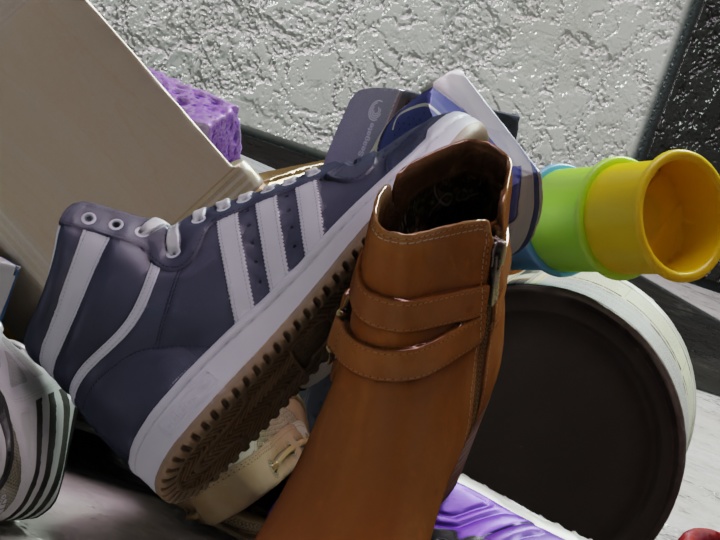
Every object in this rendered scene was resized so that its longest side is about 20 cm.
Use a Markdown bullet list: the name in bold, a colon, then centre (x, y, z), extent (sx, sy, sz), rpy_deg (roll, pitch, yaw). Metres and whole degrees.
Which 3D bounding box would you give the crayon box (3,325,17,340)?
- **crayon box**: centre (-0.225, 0.003, 1.536), extent (0.200, 0.051, 0.127), rpy_deg (25, 8, 37)

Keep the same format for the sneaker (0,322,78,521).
- **sneaker**: centre (-0.183, 0.021, 1.213), extent (0.201, 0.076, 0.115), rpy_deg (61, 10, 21)

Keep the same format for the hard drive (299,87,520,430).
- **hard drive**: centre (0.013, 0.004, 1.566), extent (0.042, 0.200, 0.135), rpy_deg (20, 7, 33)

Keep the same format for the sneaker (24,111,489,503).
- **sneaker**: centre (-0.046, -0.012, 1.203), extent (0.108, 0.200, 0.070), rpy_deg (38, -16, 23)

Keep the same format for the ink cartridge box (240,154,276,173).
- **ink cartridge box**: centre (-0.086, -0.020, 1.695), extent (0.146, 0.086, 0.200), rpy_deg (23, 5, 28)

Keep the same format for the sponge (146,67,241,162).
- **sponge**: centre (-0.104, -0.017, 1.516), extent (0.111, 0.200, 0.030), rpy_deg (24, 45, 31)

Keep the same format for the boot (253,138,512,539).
- **boot**: centre (0.011, 0.053, 1.131), extent (0.077, 0.155, 0.200), rpy_deg (22, 37, 16)

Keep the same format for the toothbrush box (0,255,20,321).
- **toothbrush box**: centre (-0.268, -0.007, 1.329), extent (0.146, 0.085, 0.200), rpy_deg (15, 7, -38)

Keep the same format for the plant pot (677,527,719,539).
- **plant pot**: centre (0.236, 0.124, 1.178), extent (0.200, 0.183, 0.200), rpy_deg (40, 14, -12)

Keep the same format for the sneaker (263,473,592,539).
- **sneaker**: centre (0.059, 0.134, 1.216), extent (0.200, 0.070, 0.100), rpy_deg (19, 9, -9)

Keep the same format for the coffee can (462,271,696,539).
- **coffee can**: centre (0.091, 0.073, 1.475), extent (0.146, 0.147, 0.200), rpy_deg (21, 6, 7)

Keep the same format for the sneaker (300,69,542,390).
- **sneaker**: centre (0.000, 0.000, 1.380), extent (0.081, 0.115, 0.199), rpy_deg (51, -33, 7)

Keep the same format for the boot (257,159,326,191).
- **boot**: centre (-0.013, 0.006, 1.627), extent (0.066, 0.175, 0.200), rpy_deg (20, 28, 32)

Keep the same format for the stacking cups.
- **stacking cups**: centre (0.083, -0.019, 1.410), extent (0.060, 0.061, 0.200), rpy_deg (15, -13, -36)

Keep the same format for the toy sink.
- **toy sink**: centre (-0.127, -0.033, 1.378), extent (0.200, 0.112, 0.130), rpy_deg (49, -15, -8)

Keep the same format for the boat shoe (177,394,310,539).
- **boat shoe**: centre (-0.053, 0.089, 1.315), extent (0.065, 0.071, 0.200), rpy_deg (57, 6, 11)
